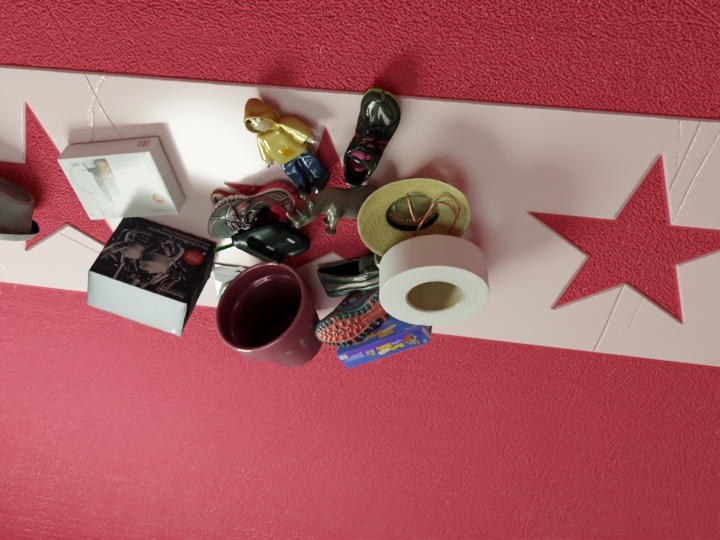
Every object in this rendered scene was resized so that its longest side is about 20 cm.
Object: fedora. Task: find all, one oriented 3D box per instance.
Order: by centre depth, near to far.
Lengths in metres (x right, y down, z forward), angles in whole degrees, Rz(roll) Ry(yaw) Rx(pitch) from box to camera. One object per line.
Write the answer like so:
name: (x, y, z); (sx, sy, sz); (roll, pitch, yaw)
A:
fedora: (-0.733, -0.134, 1.639); (0.199, 0.177, 0.091); (23, 105, 3)

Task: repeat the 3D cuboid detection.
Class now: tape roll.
tape roll: (0.134, 0.021, 1.503); (0.202, 0.071, 0.203); (0, 145, 0)

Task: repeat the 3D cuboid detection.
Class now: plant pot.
plant pot: (-0.167, 0.107, 1.689); (0.199, 0.201, 0.179); (-8, 150, 20)

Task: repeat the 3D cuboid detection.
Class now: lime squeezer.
lime squeezer: (-0.191, -0.066, 1.606); (0.200, 0.071, 0.038); (-16, 110, 30)

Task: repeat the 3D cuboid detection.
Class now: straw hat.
straw hat: (0.093, -0.114, 1.479); (0.200, 0.085, 0.201); (-1, 134, -2)

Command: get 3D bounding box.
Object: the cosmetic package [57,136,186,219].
cosmetic package: (-0.457, -0.174, 1.585); (0.199, 0.052, 0.151); (-3, 135, 16)

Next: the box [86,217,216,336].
box: (-0.415, 0.006, 1.650); (0.199, 0.182, 0.104); (19, 134, -3)

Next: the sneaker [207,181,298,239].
sneaker: (-0.214, -0.105, 1.556); (0.200, 0.075, 0.081); (-21, 124, 29)

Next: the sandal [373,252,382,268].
sandal: (0.125, -0.036, 1.546); (0.200, 0.080, 0.057); (-2, 155, 4)

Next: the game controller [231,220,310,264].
game controller: (-0.165, -0.054, 1.558); (0.104, 0.042, 0.200); (-26, 165, 9)

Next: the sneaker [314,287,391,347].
sneaker: (-0.001, 0.080, 1.657); (0.200, 0.096, 0.079); (-29, 116, 6)

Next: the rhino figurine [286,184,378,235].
rhino figurine: (-0.045, -0.112, 1.477); (0.199, 0.060, 0.088); (-7, 130, -32)

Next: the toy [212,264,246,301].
toy: (-0.257, 0.081, 1.777); (0.115, 0.047, 0.200); (6, 134, 6)

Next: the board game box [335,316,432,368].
board game box: (0.054, 0.109, 1.665); (0.200, 0.135, 0.045); (-21, 125, 31)

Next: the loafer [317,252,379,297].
loafer: (0.000, 0.000, 1.624); (0.200, 0.072, 0.063); (-19, 120, 31)

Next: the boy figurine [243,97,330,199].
boy figurine: (-0.130, -0.222, 1.449); (0.124, 0.065, 0.200); (-15, 131, 29)

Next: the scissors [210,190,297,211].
scissors: (-0.199, -0.125, 1.595); (0.199, 0.014, 0.073); (0, 130, 13)

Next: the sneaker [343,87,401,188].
sneaker: (0.018, -0.219, 1.399); (0.077, 0.084, 0.200); (16, 135, -2)
